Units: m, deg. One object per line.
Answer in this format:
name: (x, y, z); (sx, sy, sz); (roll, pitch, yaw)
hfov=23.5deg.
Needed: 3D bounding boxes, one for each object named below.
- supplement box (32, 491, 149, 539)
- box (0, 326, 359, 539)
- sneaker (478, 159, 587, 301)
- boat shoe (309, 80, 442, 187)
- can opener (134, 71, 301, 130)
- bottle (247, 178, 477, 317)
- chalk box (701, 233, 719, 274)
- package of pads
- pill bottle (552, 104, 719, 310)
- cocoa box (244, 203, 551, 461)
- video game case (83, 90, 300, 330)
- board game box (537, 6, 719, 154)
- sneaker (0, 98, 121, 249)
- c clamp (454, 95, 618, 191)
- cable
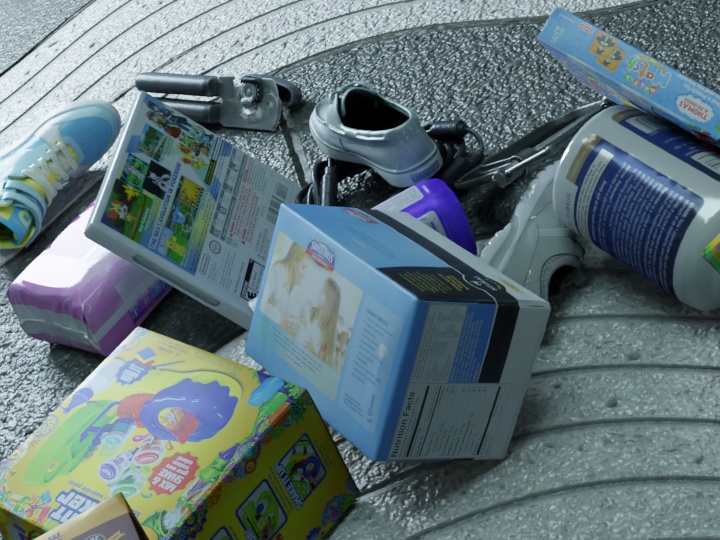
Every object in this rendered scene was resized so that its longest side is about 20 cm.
supplement box: (-0.147, 0.293, 1.093); (0.132, 0.198, 0.200); (-28, 35, -6)
box: (-0.145, 0.170, 1.313); (0.199, 0.123, 0.193); (15, 52, 42)
sneaker: (0.155, -0.016, 1.441); (0.082, 0.075, 0.200); (31, 49, 8)
boat shoe: (0.007, -0.138, 1.582); (0.070, 0.072, 0.200); (-32, 31, -16)
can opener: (-0.150, -0.183, 1.835); (0.199, 0.054, 0.067); (9, 15, 38)
bottle: (0.000, 0.000, 1.476); (0.199, 0.084, 0.065); (-30, 37, -6)
chalk box: (0.356, 0.006, 1.188); (0.124, 0.125, 0.200); (-43, 82, -11)
package of pads: (-0.227, -0.012, 1.627); (0.120, 0.076, 0.200); (12, 49, 38)
pill bottle: (0.254, -0.039, 1.343); (0.111, 0.112, 0.200); (-39, 51, -20)
cocoa box: (0.023, 0.045, 1.323); (0.130, 0.135, 0.200); (3, 20, -36)
video game case: (-0.147, -0.055, 1.569); (0.022, 0.181, 0.201); (-46, 21, 37)
board game box: (0.249, -0.136, 1.396); (0.199, 0.151, 0.037); (34, 95, 21)
sneaker: (-0.326, -0.090, 1.783); (0.199, 0.080, 0.131); (-33, 34, 4)
c clamp: (0.167, -0.111, 1.505); (0.199, 0.027, 0.170); (-34, 8, -40)
cable: (0.009, -0.079, 1.597); (0.162, 0.051, 0.200); (19, 55, 44)
